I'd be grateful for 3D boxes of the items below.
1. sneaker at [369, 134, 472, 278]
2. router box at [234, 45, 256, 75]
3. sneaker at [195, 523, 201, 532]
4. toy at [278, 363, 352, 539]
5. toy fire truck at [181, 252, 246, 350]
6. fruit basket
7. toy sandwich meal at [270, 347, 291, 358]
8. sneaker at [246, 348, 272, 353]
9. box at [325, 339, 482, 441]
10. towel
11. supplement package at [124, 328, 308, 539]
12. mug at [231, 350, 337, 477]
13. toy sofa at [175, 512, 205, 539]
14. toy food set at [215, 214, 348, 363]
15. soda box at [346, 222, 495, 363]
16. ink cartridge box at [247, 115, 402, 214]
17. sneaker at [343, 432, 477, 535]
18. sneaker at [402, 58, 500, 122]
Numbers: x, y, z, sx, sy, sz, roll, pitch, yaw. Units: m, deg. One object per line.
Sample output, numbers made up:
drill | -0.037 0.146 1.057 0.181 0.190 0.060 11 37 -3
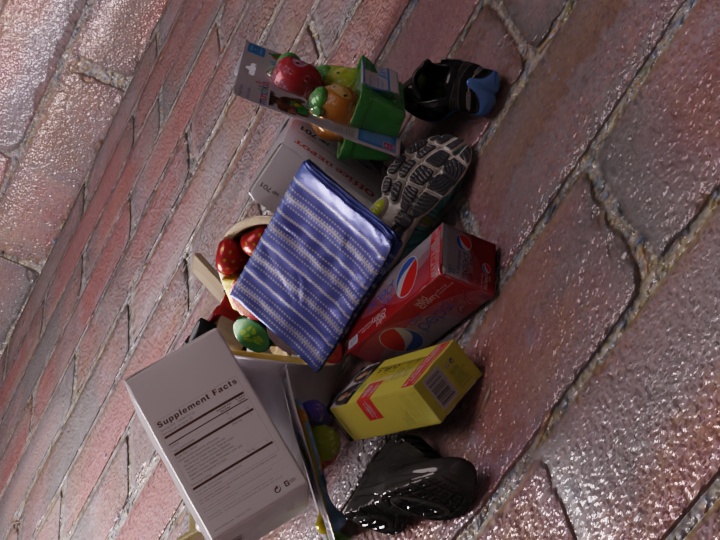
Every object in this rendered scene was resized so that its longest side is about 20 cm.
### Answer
sneaker | 0.055 -0.066 1.441 0.077 0.080 0.201 38 91 25
router box | -0.065 -0.240 1.729 0.049 0.177 0.200 -65 24 8
sneaker | -0.146 0.258 1.624 0.076 0.087 0.202 117 170 -46
toy | -0.043 0.200 1.397 0.115 0.046 0.203 135 123 -78
toy fire truck | -0.233 0.091 1.936 0.177 0.127 0.201 -53 16 36
fruit basket | -0.044 -0.208 1.468 0.095 0.198 0.186 -60 13 25
toy sandwich meal | -0.086 0.022 1.664 0.205 0.069 0.209 177 90 -79
sneaker | -0.136 0.042 1.788 0.082 0.074 0.203 -36 40 52
box | 0.040 0.127 1.318 0.075 0.050 0.199 -45 11 -27
towel | -0.053 -0.003 1.400 0.024 0.144 0.201 -27 -27 -58
supplement package | -0.155 0.191 1.388 0.201 0.119 0.122 57 166 20
mug | -0.098 0.182 1.548 0.147 0.186 0.156 5 88 33
toy sofa | -0.187 0.294 1.712 0.082 0.098 0.202 -31 37 18
toy food set | -0.085 0.024 1.502 0.197 0.200 0.049 0 34 31
soda box | 0.062 0.032 1.352 0.200 0.069 0.064 -43 33 49
ink cartridge box | -0.038 -0.125 1.545 0.086 0.145 0.201 -52 10 27
sneaker | 0.049 0.198 1.250 0.199 0.075 0.092 -28 39 55
sneaker | 0.091 -0.216 1.477 0.199 0.082 0.072 14 84 69
